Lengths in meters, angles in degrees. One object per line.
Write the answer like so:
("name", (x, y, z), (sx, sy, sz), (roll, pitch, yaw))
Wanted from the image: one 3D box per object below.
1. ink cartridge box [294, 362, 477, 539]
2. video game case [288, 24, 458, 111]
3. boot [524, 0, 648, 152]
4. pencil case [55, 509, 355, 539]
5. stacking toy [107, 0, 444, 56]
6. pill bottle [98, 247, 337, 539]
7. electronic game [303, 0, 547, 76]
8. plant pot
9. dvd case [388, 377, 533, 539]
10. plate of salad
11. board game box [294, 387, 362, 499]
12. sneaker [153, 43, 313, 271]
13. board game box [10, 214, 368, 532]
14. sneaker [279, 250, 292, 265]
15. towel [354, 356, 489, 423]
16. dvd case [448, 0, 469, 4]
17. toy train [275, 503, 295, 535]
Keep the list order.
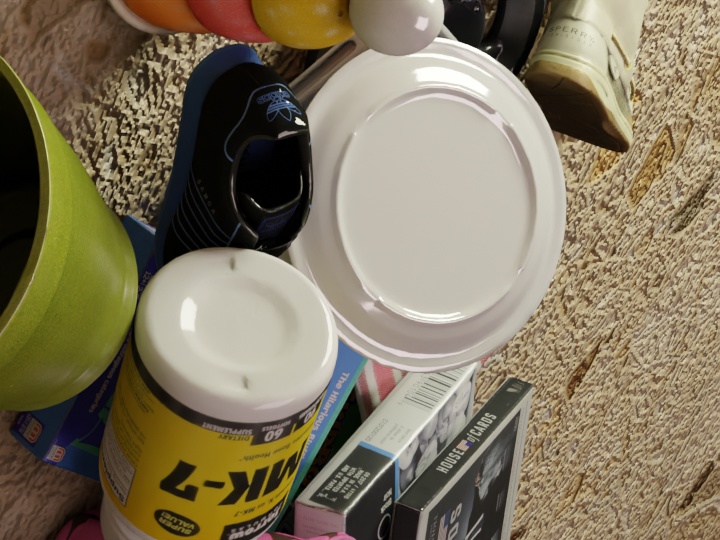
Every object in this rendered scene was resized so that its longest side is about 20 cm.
("ink cartridge box", (0.015, 0.184, 1.697), (0.198, 0.043, 0.201), (-46, 148, -48))
("video game case", (0.005, -0.070, 1.587), (0.182, 0.022, 0.200), (-40, 146, 6))
("boot", (0.168, -0.171, 1.715), (0.200, 0.072, 0.156), (46, 61, -74))
("pencil case", (-0.093, 0.195, 1.568), (0.094, 0.199, 0.092), (-19, 111, -60))
("stacking toy", (-0.036, -0.164, 1.357), (0.146, 0.199, 0.147), (-30, 137, -33))
("pill bottle", (-0.087, 0.090, 1.432), (0.114, 0.114, 0.201), (-31, 155, -34))
("electronic game", (0.044, -0.152, 1.604), (0.199, 0.042, 0.201), (-29, 140, -27))
("plant pot", (-0.207, -0.007, 1.291), (0.201, 0.200, 0.193), (-58, 157, -1))
("dvd case", (0.063, 0.180, 1.723), (0.200, 0.025, 0.151), (-42, 144, -56))
("plate of salad", (0.037, -0.039, 1.518), (0.199, 0.048, 0.202), (0, 90, -29))
("board game box", (-0.055, 0.092, 1.680), (0.096, 0.030, 0.200), (-57, 143, -2))
("sneaker", (-0.068, -0.028, 1.429), (0.070, 0.078, 0.201), (-18, 136, -26))
("board game box", (-0.099, 0.070, 1.560), (0.199, 0.045, 0.153), (24, 96, -43))
("sneaker", (0.000, 0.000, 1.589), (0.199, 0.077, 0.081), (2, 141, -39))
("towel", (0.055, 0.034, 1.750), (0.200, 0.030, 0.147), (-49, 147, -28))
("dvd case", (0.112, -0.263, 1.565), (0.199, 0.017, 0.144), (-26, 107, -34))
("toy train", (-0.097, 0.232, 1.688), (0.200, 0.085, 0.114), (-50, 137, -17))
